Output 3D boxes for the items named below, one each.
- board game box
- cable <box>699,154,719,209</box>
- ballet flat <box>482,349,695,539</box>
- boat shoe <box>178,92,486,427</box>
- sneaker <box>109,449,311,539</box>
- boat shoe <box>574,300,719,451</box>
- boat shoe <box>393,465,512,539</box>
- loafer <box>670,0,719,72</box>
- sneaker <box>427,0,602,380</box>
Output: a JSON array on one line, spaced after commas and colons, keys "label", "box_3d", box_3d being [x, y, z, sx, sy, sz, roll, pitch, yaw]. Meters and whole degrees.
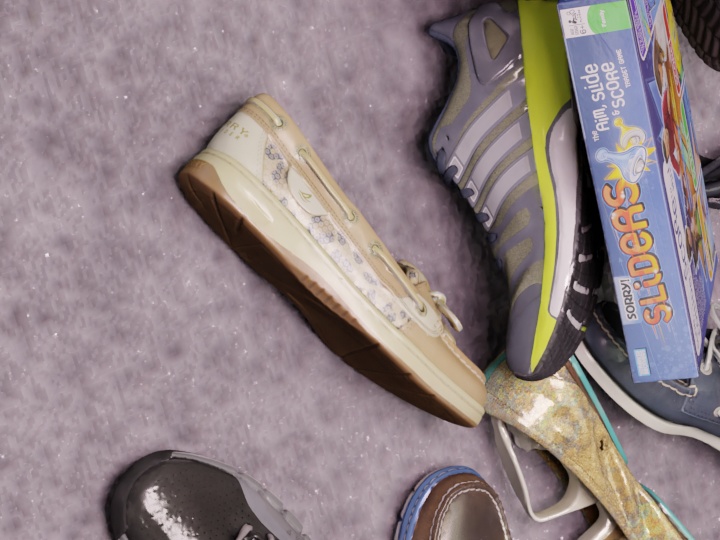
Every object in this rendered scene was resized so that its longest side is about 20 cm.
[{"label": "board game box", "box_3d": [0.141, -0.064, 1.131, 0.135, 0.034, 0.201, -63, 143, -62]}, {"label": "cable", "box_3d": [0.197, -0.130, 1.243, 0.163, 0.051, 0.200, 46, 70, -23]}, {"label": "ballet flat", "box_3d": [0.124, 0.123, 1.200, 0.071, 0.071, 0.200, -43, 109, -23]}, {"label": "boat shoe", "box_3d": [0.000, 0.000, 1.116, 0.200, 0.073, 0.063, 45, 72, -22]}, {"label": "sneaker", "box_3d": [-0.023, 0.157, 1.081, 0.200, 0.115, 0.075, 43, 71, -24]}, {"label": "boat shoe", "box_3d": [0.193, 0.060, 1.221, 0.200, 0.062, 0.075, 31, 33, -29]}, {"label": "boat shoe", "box_3d": [0.066, 0.200, 1.159, 0.072, 0.072, 0.201, -8, 95, -30]}, {"label": "loafer", "box_3d": [0.175, -0.195, 1.183, 0.071, 0.073, 0.201, -18, 73, -19]}, {"label": "sneaker", "box_3d": [0.077, -0.043, 1.147, 0.074, 0.081, 0.201, 34, 53, -69]}]
